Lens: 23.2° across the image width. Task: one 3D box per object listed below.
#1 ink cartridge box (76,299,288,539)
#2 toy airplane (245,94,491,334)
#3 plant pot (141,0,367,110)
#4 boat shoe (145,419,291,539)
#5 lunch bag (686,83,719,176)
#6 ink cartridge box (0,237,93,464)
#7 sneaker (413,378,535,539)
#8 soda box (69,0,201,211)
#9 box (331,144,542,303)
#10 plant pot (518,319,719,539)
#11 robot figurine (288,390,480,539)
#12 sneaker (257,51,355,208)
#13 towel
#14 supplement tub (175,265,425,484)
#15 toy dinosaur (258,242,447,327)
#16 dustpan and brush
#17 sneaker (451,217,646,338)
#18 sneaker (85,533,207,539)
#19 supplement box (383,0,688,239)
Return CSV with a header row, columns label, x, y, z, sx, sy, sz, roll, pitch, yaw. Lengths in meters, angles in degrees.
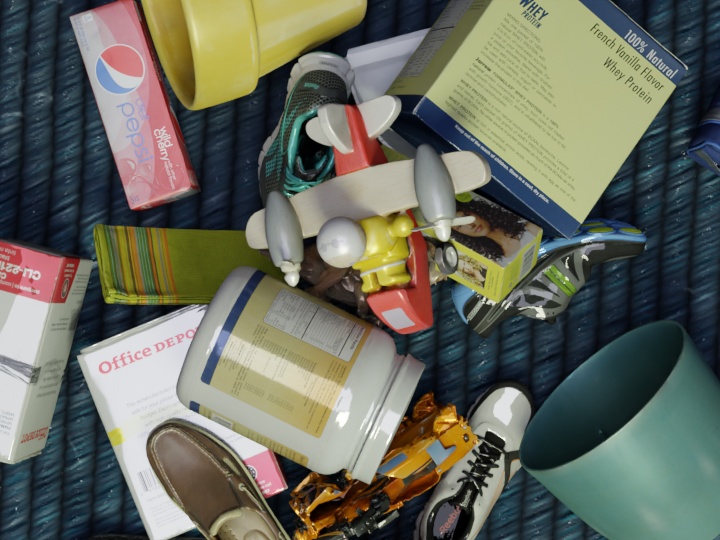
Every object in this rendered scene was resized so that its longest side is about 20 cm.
label,x,y,z,sx,sy,sz,roll,pitch,yaw
ink cartridge box,-0.172,0.145,1.720,0.144,0.083,0.201,-21,90,0
toy airplane,0.002,-0.056,1.563,0.198,0.141,0.201,31,123,13
plant pot,-0.103,-0.275,1.677,0.188,0.201,0.202,-18,90,-15
boat shoe,-0.125,0.222,1.641,0.075,0.075,0.202,-44,92,-1
lunch bag,0.423,-0.112,1.685,0.199,0.136,0.133,31,91,0
ink cartridge box,-0.334,0.075,1.693,0.083,0.144,0.202,14,90,2
sneaker,0.118,0.201,1.719,0.073,0.080,0.201,25,89,3
soda box,-0.223,-0.163,1.733,0.069,0.063,0.202,-18,89,1
box,0.070,-0.049,1.671,0.199,0.050,0.075,28,48,22
plant pot,0.277,0.175,1.665,0.200,0.201,0.161,-42,103,1
robot figurine,0.013,0.199,1.693,0.199,0.145,0.058,-34,103,-9
sneaker,-0.057,-0.107,1.682,0.077,0.092,0.201,9,127,-6
towel,-0.158,-0.007,1.692,0.199,0.018,0.087,1,57,-26
supplement tub,-0.054,0.098,1.605,0.199,0.144,0.145,26,90,3
toy dinosaur,0.000,0.000,1.701,0.199,0.086,0.136,18,61,-2
dustpan and brush,0.073,-0.133,1.726,0.138,0.057,0.202,-15,105,-5
sneaker,0.189,0.007,1.729,0.198,0.071,0.083,-24,103,2
sneaker,-0.192,0.314,1.741,0.198,0.072,0.083,9,115,1
supplement box,0.158,-0.171,1.657,0.200,0.134,0.200,37,85,-17
